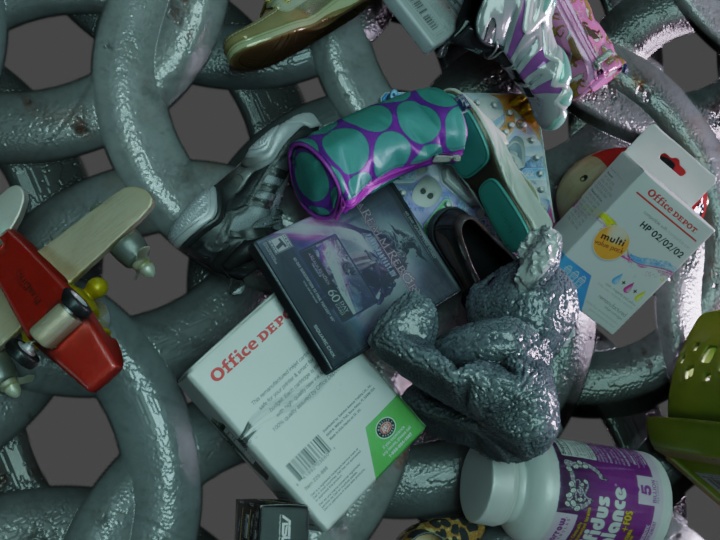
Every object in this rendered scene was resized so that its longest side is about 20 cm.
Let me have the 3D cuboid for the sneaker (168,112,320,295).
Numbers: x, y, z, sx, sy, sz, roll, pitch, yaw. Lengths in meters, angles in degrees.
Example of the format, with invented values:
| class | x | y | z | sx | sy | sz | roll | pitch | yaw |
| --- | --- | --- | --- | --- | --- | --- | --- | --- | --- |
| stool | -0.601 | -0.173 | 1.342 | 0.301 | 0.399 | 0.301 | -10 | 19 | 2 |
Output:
| class | x | y | z | sx | sy | sz | roll | pitch | yaw |
| --- | --- | --- | --- | --- | --- | --- | --- | --- | --- |
| sneaker | -0.092 | -0.065 | 0.943 | 0.114 | 0.075 | 0.200 | 46 | 75 | -5 |

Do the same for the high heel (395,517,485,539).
| class | x | y | z | sx | sy | sz | roll | pitch | yaw |
| --- | --- | --- | --- | --- | --- | --- | --- | --- | --- |
| high heel | 0.061 | 0.294 | 0.877 | 0.200 | 0.143 | 0.072 | -24 | 86 | -20 |

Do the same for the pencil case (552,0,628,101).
| class | x | y | z | sx | sy | sz | roll | pitch | yaw |
| --- | --- | --- | --- | --- | --- | --- | --- | --- | --- |
| pencil case | 0.235 | -0.302 | 1.076 | 0.083 | 0.086 | 0.200 | -33 | 96 | -37 |

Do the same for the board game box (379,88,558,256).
| class | x | y | z | sx | sy | sz | roll | pitch | yaw |
| --- | --- | --- | --- | --- | --- | --- | --- | --- | --- |
| board game box | 0.129 | -0.111 | 1.046 | 0.199 | 0.026 | 0.201 | -3 | 79 | -18 |

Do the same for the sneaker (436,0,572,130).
| class | x | y | z | sx | sy | sz | roll | pitch | yaw |
| --- | --- | --- | --- | --- | --- | --- | --- | --- | --- |
| sneaker | 0.152 | -0.242 | 1.017 | 0.140 | 0.078 | 0.201 | -17 | 104 | -12 |

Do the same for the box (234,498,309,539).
| class | x | y | z | sx | sy | sz | roll | pitch | yaw |
| --- | --- | --- | --- | --- | --- | --- | --- | --- | --- |
| box | -0.086 | 0.308 | 0.818 | 0.049 | 0.161 | 0.201 | 5 | 76 | -16 |

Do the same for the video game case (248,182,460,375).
| class | x | y | z | sx | sy | sz | roll | pitch | yaw |
| --- | --- | --- | --- | --- | --- | --- | --- | --- | --- |
| video game case | 0.000 | 0.000 | 0.924 | 0.200 | 0.019 | 0.143 | -28 | 84 | -39 |

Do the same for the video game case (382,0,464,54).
| class | x | y | z | sx | sy | sz | roll | pitch | yaw |
| --- | --- | --- | --- | --- | --- | --- | --- | --- | --- |
| video game case | 0.069 | -0.365 | 1.058 | 0.200 | 0.022 | 0.182 | 51 | 54 | -2 |

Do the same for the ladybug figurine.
| class | x | y | z | sx | sy | sz | roll | pitch | yaw |
| --- | --- | --- | --- | --- | --- | --- | --- | --- | --- |
| ladybug figurine | 0.330 | -0.085 | 1.078 | 0.199 | 0.072 | 0.136 | -5 | 80 | -19 |

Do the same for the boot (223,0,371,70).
| class | x | y | z | sx | sy | sz | roll | pitch | yaw |
| --- | --- | --- | --- | --- | --- | --- | --- | --- | --- |
| boot | -0.097 | -0.316 | 0.992 | 0.200 | 0.072 | 0.155 | -35 | 92 | -28 |

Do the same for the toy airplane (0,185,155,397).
| class | x | y | z | sx | sy | sz | roll | pitch | yaw |
| --- | --- | --- | --- | --- | --- | --- | --- | --- | --- |
| toy airplane | -0.288 | 0.021 | 0.843 | 0.199 | 0.141 | 0.200 | -4 | 65 | 18 |

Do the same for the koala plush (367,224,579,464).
| class | x | y | z | sx | sy | sz | roll | pitch | yaw |
| --- | --- | --- | --- | --- | --- | --- | --- | --- | --- |
| koala plush | 0.147 | 0.067 | 0.898 | 0.184 | 0.178 | 0.200 | 22 | 61 | 35 |

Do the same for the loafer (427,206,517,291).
| class | x | y | z | sx | sy | sz | roll | pitch | yaw |
| --- | --- | --- | --- | --- | --- | --- | --- | --- | --- |
| loafer | 0.149 | 0.014 | 0.989 | 0.072 | 0.063 | 0.200 | -45 | 106 | -12 |

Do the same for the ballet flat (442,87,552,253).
| class | x | y | z | sx | sy | sz | roll | pitch | yaw |
| --- | --- | --- | --- | --- | --- | --- | --- | --- | --- |
| ballet flat | 0.147 | -0.111 | 1.008 | 0.069 | 0.069 | 0.200 | -26 | 82 | -21 |

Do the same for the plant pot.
| class | x | y | z | sx | sy | sz | roll | pitch | yaw |
| --- | --- | --- | --- | --- | --- | --- | --- | --- | --- |
| plant pot | 0.448 | 0.169 | 1.002 | 0.199 | 0.200 | 0.182 | 40 | 78 | -6 |

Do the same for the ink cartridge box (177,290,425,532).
| class | x | y | z | sx | sy | sz | roll | pitch | yaw |
| --- | --- | --- | --- | --- | --- | --- | --- | --- | --- |
| ink cartridge box | -0.060 | 0.132 | 0.904 | 0.146 | 0.084 | 0.200 | -41 | 93 | -22 |

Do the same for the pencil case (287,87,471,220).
| class | x | y | z | sx | sy | sz | roll | pitch | yaw |
| --- | --- | --- | --- | --- | --- | --- | --- | --- | --- |
| pencil case | 0.022 | -0.121 | 0.933 | 0.200 | 0.085 | 0.092 | -28 | 68 | -34 |

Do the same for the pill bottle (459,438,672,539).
| class | x | y | z | sx | sy | sz | roll | pitch | yaw |
| --- | --- | --- | --- | --- | --- | --- | --- | --- | --- |
| pill bottle | 0.210 | 0.232 | 0.954 | 0.199 | 0.112 | 0.113 | 11 | 76 | -15 |

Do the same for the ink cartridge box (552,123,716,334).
| class | x | y | z | sx | sy | sz | roll | pitch | yaw |
| --- | --- | --- | --- | --- | --- | --- | --- | --- | --- |
| ink cartridge box | 0.295 | -0.044 | 0.998 | 0.115 | 0.068 | 0.200 | 34 | 108 | -19 |
